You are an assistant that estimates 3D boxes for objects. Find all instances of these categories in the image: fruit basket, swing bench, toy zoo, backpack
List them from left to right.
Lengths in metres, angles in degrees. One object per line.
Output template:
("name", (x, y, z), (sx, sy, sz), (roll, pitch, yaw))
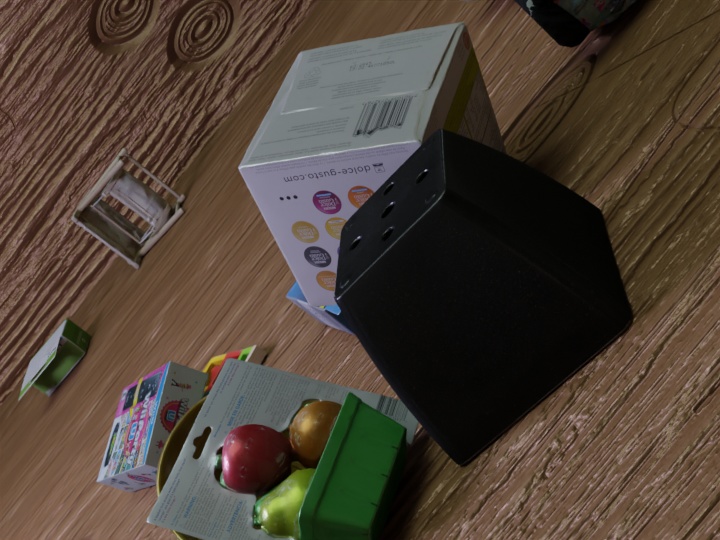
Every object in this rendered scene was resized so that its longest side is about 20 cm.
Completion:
("swing bench", (-0.560, -0.149, 2.861), (0.200, 0.198, 0.130), (-48, 18, 11))
("toy zoo", (-0.210, 0.175, 1.665), (0.199, 0.020, 0.132), (-19, 38, 60))
("fruit basket", (-0.063, 0.176, 1.050), (0.197, 0.094, 0.186), (9, 50, 18))
("backpack", (0.267, -0.357, 1.332), (0.200, 0.126, 0.167), (-46, 30, 14))

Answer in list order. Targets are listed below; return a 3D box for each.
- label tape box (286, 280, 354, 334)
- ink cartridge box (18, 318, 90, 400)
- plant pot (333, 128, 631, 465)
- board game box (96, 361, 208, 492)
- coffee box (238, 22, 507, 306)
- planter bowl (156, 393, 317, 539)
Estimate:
("label tape box", (0.000, 0.000, 1.413), (0.144, 0.066, 0.200), (-55, 21, -8))
("ink cartridge box", (-0.705, 0.222, 2.716), (0.148, 0.076, 0.200), (-47, 20, 13))
("plant pot", (0.087, 0.001, 1.011), (0.199, 0.177, 0.201), (-43, 19, 23))
("board game box", (-0.293, 0.223, 1.658), (0.199, 0.064, 0.149), (-27, 46, 55))
("coffee box", (0.026, -0.105, 1.227), (0.197, 0.199, 0.201), (-5, 42, 25))
("planter bowl", (-0.090, 0.209, 1.138), (0.084, 0.198, 0.202), (78, -149, -51))
